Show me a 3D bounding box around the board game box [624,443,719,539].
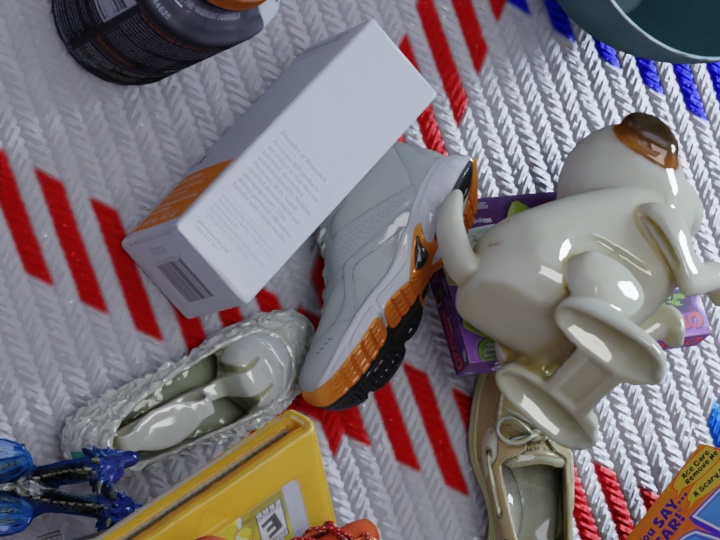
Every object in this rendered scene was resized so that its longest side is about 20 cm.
[{"bbox_3d":[0.280,0.273,1.631,0.200,0.199,0.201,-48,127,-23],"label":"board game box"}]

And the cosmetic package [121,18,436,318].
[{"bbox_3d":[-0.053,-0.065,1.585,0.071,0.101,0.200,48,65,-13],"label":"cosmetic package"}]

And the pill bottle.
[{"bbox_3d":[-0.111,-0.181,1.512,0.106,0.200,0.107,3,83,-27],"label":"pill bottle"}]

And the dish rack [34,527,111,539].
[{"bbox_3d":[-0.155,0.195,1.479,0.199,0.154,0.055,-15,70,-29],"label":"dish rack"}]

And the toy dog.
[{"bbox_3d":[0.153,-0.011,1.629,0.193,0.140,0.200,33,52,7],"label":"toy dog"}]

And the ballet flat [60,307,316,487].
[{"bbox_3d":[-0.097,0.084,1.565,0.199,0.072,0.072,-29,97,-28],"label":"ballet flat"}]

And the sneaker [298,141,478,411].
[{"bbox_3d":[0.000,0.000,1.621,0.091,0.076,0.201,21,66,22],"label":"sneaker"}]

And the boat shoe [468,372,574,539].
[{"bbox_3d":[0.117,0.153,1.668,0.073,0.063,0.202,6,81,-26],"label":"boat shoe"}]

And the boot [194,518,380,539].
[{"bbox_3d":[-0.038,0.179,1.409,0.108,0.075,0.200,-59,143,-10],"label":"boot"}]

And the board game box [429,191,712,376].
[{"bbox_3d":[0.141,0.004,1.699,0.199,0.032,0.121,-5,64,-27],"label":"board game box"}]

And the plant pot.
[{"bbox_3d":[0.201,-0.236,1.715,0.199,0.135,0.202,3,83,-27],"label":"plant pot"}]

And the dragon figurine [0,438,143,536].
[{"bbox_3d":[-0.229,0.131,1.471,0.199,0.099,0.059,2,83,-25],"label":"dragon figurine"}]

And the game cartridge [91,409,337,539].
[{"bbox_3d":[-0.080,0.207,1.448,0.176,0.032,0.201,-33,128,-27],"label":"game cartridge"}]
